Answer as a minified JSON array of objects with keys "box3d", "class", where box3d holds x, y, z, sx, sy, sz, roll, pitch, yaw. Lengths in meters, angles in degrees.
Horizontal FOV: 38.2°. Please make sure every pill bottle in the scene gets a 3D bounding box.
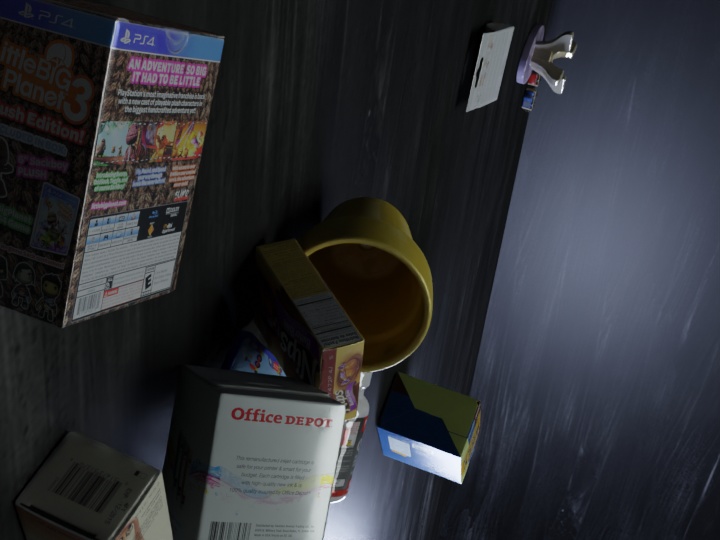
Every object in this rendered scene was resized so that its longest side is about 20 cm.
[{"box3d":[-0.051,0.234,1.563,0.116,0.114,0.203,-13,118,-73],"class":"pill bottle"}]

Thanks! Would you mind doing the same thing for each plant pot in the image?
[{"box3d":[0.000,0.000,1.381,0.190,0.197,0.204,-79,178,-59],"class":"plant pot"}]

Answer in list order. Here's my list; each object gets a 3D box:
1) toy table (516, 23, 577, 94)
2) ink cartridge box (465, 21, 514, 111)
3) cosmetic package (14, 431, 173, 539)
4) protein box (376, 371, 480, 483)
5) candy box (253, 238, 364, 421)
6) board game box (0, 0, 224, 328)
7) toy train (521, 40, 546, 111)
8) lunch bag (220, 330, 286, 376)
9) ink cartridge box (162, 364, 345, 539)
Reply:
[{"box3d":[0.491,-0.559,2.729,0.185,0.115,0.202,83,28,-57],"class":"toy table"},{"box3d":[0.250,-0.420,2.138,0.199,0.049,0.165,-29,135,-58],"class":"ink cartridge box"},{"box3d":[-0.231,0.254,0.937,0.202,0.102,0.088,91,24,-43],"class":"cosmetic package"},{"box3d":[0.154,0.351,2.299,0.201,0.196,0.137,78,33,-63],"class":"protein box"},{"box3d":[-0.064,0.069,1.200,0.056,0.201,0.118,-11,130,-22],"class":"candy box"},{"box3d":[-0.188,-0.082,0.731,0.159,0.095,0.203,-23,129,-71],"class":"board game box"},{"box3d":[0.484,-0.538,2.885,0.046,0.034,0.203,-36,140,-61],"class":"toy train"},{"box3d":[-0.128,0.183,1.243,0.201,0.093,0.152,56,39,-36],"class":"lunch bag"},{"box3d":[-0.120,0.214,1.087,0.144,0.143,0.204,16,-84,63],"class":"ink cartridge box"}]
